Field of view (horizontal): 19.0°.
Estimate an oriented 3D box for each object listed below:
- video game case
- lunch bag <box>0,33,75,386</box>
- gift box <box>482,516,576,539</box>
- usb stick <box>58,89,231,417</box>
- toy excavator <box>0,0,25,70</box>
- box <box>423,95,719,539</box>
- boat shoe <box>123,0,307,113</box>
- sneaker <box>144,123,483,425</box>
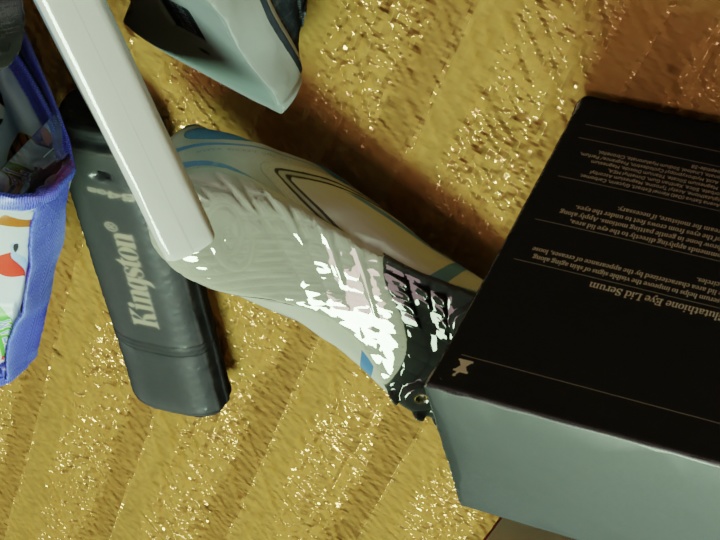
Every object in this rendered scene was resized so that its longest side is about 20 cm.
[{"bbox_3d":[-0.118,-0.125,0.750,0.182,0.023,0.201,58,172,48],"label":"video game case"},{"bbox_3d":[-0.213,-0.050,0.937,0.200,0.124,0.170,35,146,8],"label":"lunch bag"},{"bbox_3d":[0.166,0.143,0.833,0.186,0.185,0.200,25,151,26],"label":"gift box"},{"bbox_3d":[-0.098,-0.002,0.984,0.055,0.033,0.201,18,144,22],"label":"usb stick"},{"bbox_3d":[-0.217,-0.134,0.784,0.200,0.100,0.195,44,133,26],"label":"toy excavator"},{"bbox_3d":[0.143,0.032,0.732,0.199,0.141,0.079,15,143,26],"label":"box"},{"bbox_3d":[-0.039,-0.120,0.758,0.071,0.091,0.200,28,174,6],"label":"boat shoe"},{"bbox_3d":[0.000,0.000,0.892,0.199,0.073,0.072,31,121,-20],"label":"sneaker"}]
